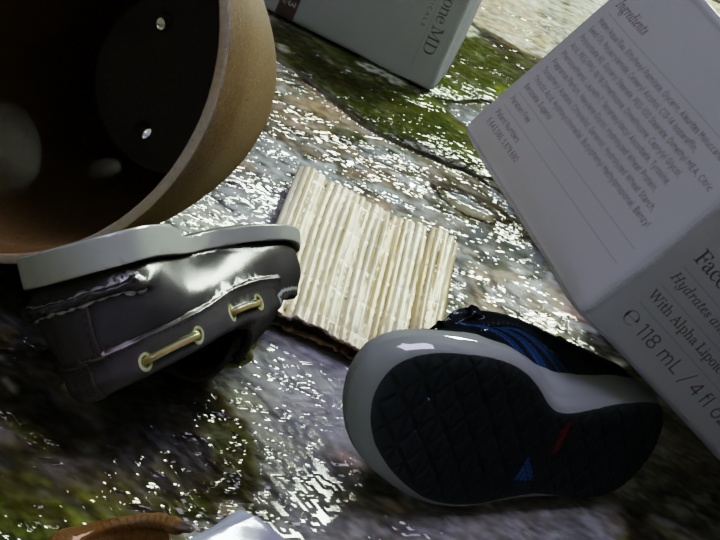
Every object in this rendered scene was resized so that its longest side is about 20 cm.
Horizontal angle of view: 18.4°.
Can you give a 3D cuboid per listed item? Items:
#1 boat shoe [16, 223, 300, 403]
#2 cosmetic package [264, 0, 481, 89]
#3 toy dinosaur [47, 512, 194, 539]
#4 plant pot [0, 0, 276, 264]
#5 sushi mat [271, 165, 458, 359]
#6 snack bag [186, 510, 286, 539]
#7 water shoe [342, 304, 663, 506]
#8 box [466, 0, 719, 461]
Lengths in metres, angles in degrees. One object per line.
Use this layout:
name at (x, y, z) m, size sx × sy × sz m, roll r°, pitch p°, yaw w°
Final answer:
boat shoe at (-0.074, 0.016, 0.901) m, size 0.071 × 0.061 × 0.201 m, roll -15°, pitch -3°, yaw 21°
cosmetic package at (-0.016, -0.210, 1.449) m, size 0.199 × 0.102 × 0.074 m, roll 26°, pitch 21°, yaw 6°
toy dinosaur at (-0.100, 0.105, 0.626) m, size 0.106 × 0.061 × 0.200 m, roll -22°, pitch 51°, yaw -36°
plant pot at (-0.114, -0.094, 0.987) m, size 0.186 × 0.187 × 0.200 m, roll 30°, pitch 7°, yaw 14°
sushi mat at (0.000, 0.000, 1.086) m, size 0.095 × 0.012 × 0.200 m, roll 24°, pitch 21°, yaw -3°
snack bag at (-0.008, 0.147, 0.712) m, size 0.199 × 0.022 × 0.188 m, roll 34°, pitch 23°, yaw 21°
water shoe at (0.046, 0.054, 0.940) m, size 0.199 × 0.072 × 0.079 m, roll 17°, pitch 16°, yaw -49°
box at (0.177, -0.006, 1.038) m, size 0.199 × 0.131 × 0.200 m, roll 45°, pitch 10°, yaw -29°
